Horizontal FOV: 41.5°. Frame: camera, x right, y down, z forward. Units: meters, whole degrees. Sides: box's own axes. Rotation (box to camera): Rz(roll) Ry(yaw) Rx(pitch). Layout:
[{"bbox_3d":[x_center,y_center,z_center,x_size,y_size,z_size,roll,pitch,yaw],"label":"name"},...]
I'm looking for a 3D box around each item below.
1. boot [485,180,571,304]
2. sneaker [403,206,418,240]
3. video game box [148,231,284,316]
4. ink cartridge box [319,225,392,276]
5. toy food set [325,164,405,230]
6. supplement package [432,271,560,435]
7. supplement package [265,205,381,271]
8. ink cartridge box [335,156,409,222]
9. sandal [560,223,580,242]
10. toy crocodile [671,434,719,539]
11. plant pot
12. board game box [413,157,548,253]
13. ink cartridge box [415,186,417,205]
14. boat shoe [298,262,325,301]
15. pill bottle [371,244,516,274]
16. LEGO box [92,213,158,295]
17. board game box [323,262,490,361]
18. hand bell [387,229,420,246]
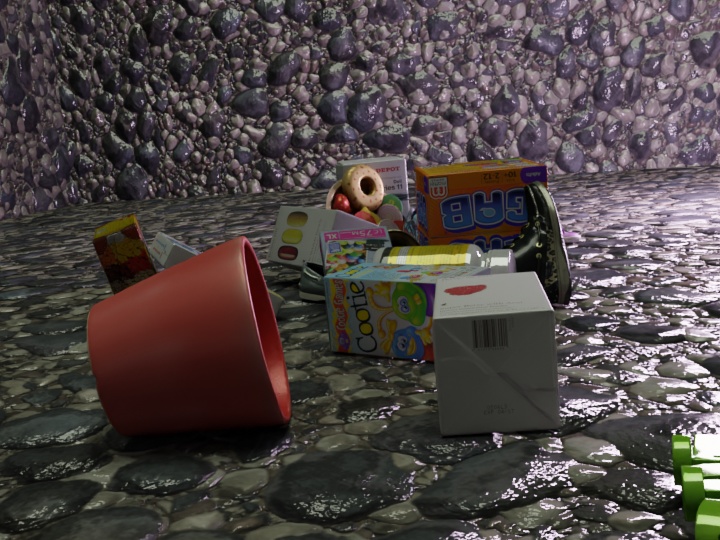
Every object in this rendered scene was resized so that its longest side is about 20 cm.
[{"bbox_3d":[0.231,-0.036,1.453,0.151,0.206,0.074,-9,-24,1],"label":"boot"},{"bbox_3d":[0.117,-0.065,1.829,0.078,0.097,0.200,-1,23,-12],"label":"sneaker"},{"bbox_3d":[-0.236,0.008,1.537,0.198,0.047,0.182,28,-4,-21],"label":"video game box"},{"bbox_3d":[0.000,0.000,1.529,0.117,0.042,0.201,-5,38,-5],"label":"ink cartridge box"},{"bbox_3d":[0.017,-0.104,1.919,0.048,0.198,0.201,-34,15,46],"label":"toy food set"},{"bbox_3d":[0.139,0.080,1.003,0.119,0.122,0.200,-5,10,6],"label":"supplement package"},{"bbox_3d":[-0.071,-0.048,1.757,0.109,0.116,0.199,19,-6,-35],"label":"supplement package"},{"bbox_3d":[0.028,-0.137,2.032,0.144,0.203,0.083,-7,9,-11],"label":"ink cartridge box"},{"bbox_3d":[0.387,-0.089,2.022,0.081,0.051,0.202,-10,12,-26],"label":"sandal"},{"bbox_3d":[0.265,0.161,0.693,0.066,0.063,0.200,-3,6,15],"label":"toy crocodile"},{"bbox_3d":[-0.180,0.083,0.999,0.175,0.204,0.201,-14,10,-1],"label":"plant pot"},{"bbox_3d":[0.204,-0.078,1.618,0.197,0.203,0.200,-5,10,-2],"label":"board game box"},{"bbox_3d":[0.223,-0.115,1.974,0.197,0.149,0.084,-9,10,-18],"label":"ink cartridge box"},{"bbox_3d":[-0.023,0.020,1.581,0.198,0.063,0.072,4,10,37],"label":"boat shoe"},{"bbox_3d":[0.121,0.021,1.361,0.197,0.116,0.114,-2,10,17],"label":"pill bottle"},{"bbox_3d":[-0.395,-0.007,1.634,0.076,0.151,0.200,-22,14,-10],"label":"LEGO box"},{"bbox_3d":[0.063,0.052,1.244,0.198,0.105,0.104,3,13,35],"label":"board game box"},{"bbox_3d":[0.063,-0.016,1.735,0.102,0.106,0.200,-4,-1,3],"label":"hand bell"}]
